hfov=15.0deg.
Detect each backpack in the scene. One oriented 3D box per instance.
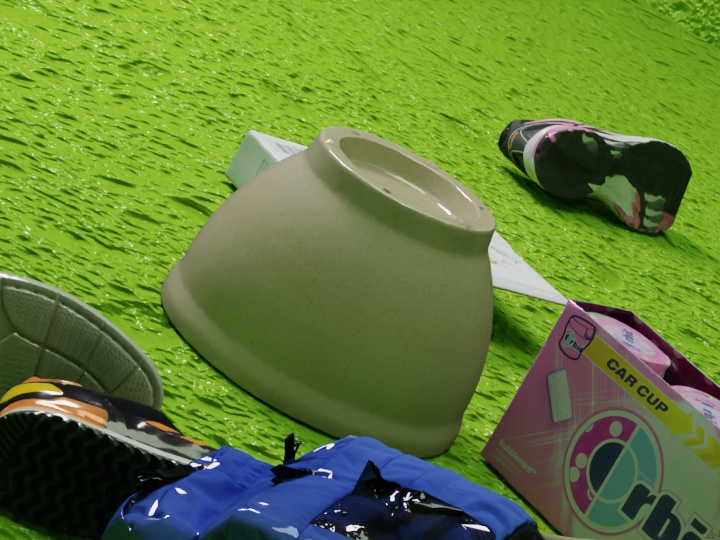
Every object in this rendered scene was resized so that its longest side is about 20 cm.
[{"bbox_3d":[-0.016,0.145,1.127,0.167,0.163,0.200,30,17,15],"label":"backpack"}]

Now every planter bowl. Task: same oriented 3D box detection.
[{"bbox_3d":[0.000,0.000,1.624,0.200,0.135,0.200,27,17,-9],"label":"planter bowl"}]

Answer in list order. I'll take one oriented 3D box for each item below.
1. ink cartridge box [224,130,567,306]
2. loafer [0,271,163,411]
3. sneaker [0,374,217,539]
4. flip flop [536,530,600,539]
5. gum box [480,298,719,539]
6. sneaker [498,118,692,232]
[{"bbox_3d":[0.028,-0.020,1.887,0.200,0.044,0.174,14,23,-41],"label":"ink cartridge box"},{"bbox_3d":[-0.192,0.025,1.361,0.199,0.072,0.063,22,11,-13],"label":"loafer"},{"bbox_3d":[-0.082,0.102,1.300,0.199,0.070,0.090,24,20,-9],"label":"sneaker"},{"bbox_3d":[0.076,0.156,1.407,0.200,0.081,0.057,15,4,-43],"label":"flip flop"},{"bbox_3d":[0.174,0.120,1.590,0.066,0.114,0.200,10,25,-47],"label":"gum box"},{"bbox_3d":[0.200,-0.095,2.336,0.200,0.081,0.086,21,7,-42],"label":"sneaker"}]
